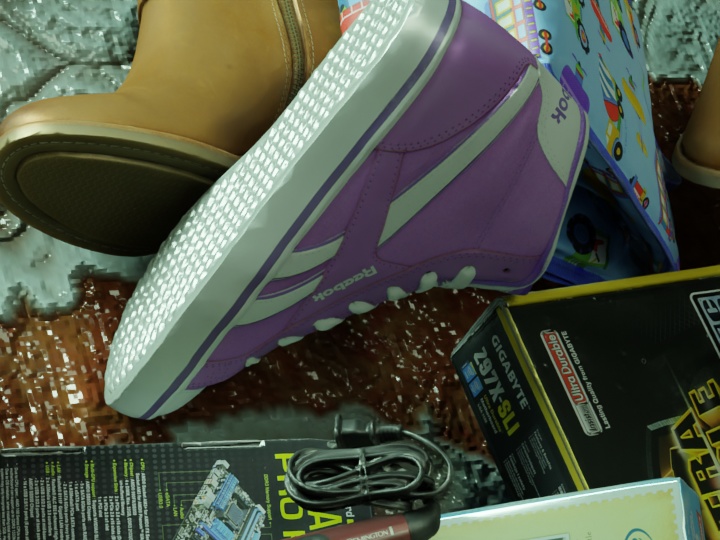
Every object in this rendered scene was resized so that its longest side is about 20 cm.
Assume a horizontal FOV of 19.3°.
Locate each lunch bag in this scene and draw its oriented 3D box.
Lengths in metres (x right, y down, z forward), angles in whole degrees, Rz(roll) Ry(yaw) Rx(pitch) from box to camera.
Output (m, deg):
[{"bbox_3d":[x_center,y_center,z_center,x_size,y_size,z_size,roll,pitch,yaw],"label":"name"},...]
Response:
[{"bbox_3d":[0.083,-0.080,0.891,0.200,0.094,0.151,33,42,-46],"label":"lunch bag"}]

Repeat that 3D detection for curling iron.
[{"bbox_3d":[-0.063,0.095,0.657,0.200,0.026,0.050,-21,43,-17],"label":"curling iron"}]

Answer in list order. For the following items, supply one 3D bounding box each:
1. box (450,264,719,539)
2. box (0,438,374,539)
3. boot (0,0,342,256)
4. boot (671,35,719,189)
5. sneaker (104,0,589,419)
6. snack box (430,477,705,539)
[{"bbox_3d":[0.144,0.096,0.808,0.159,0.049,0.200,-6,62,-33],"label":"box"},{"bbox_3d":[-0.067,0.151,0.661,0.160,0.044,0.200,-1,59,-12],"label":"box"},{"bbox_3d":[-0.070,-0.091,0.846,0.200,0.077,0.155,-3,63,-32],"label":"boot"},{"bbox_3d":[0.184,-0.121,0.920,0.074,0.155,0.200,9,23,6],"label":"boot"},{"bbox_3d":[0.000,0.000,0.767,0.114,0.200,0.073,35,23,-23],"label":"sneaker"},{"bbox_3d":[0.067,0.177,0.709,0.037,0.116,0.200,42,40,-62],"label":"snack box"}]
